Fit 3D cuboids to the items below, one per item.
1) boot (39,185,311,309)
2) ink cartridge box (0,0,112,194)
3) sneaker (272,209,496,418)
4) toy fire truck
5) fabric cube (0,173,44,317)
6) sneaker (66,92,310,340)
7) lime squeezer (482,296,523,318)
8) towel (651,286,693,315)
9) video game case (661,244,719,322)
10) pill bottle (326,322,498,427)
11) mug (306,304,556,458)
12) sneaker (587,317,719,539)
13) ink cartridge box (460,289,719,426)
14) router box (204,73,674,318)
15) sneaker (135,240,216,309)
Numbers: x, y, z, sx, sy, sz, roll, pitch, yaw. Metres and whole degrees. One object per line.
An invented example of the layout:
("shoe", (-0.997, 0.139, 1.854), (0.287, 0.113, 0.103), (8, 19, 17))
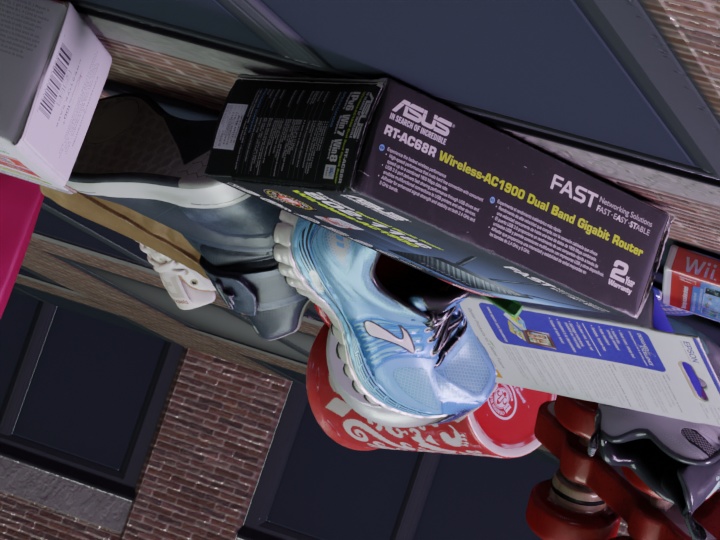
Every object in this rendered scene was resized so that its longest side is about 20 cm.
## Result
("boot", (-0.120, -0.050, 1.740), (0.200, 0.066, 0.175), (31, 148, 10))
("ink cartridge box", (-0.248, -0.120, 1.446), (0.200, 0.084, 0.176), (19, 174, 6))
("sneaker", (0.029, 0.025, 1.528), (0.090, 0.078, 0.200), (5, 150, 38))
("toy fire truck", (0.220, 0.146, 1.819), (0.168, 0.112, 0.200), (-3, -153, -32))
("fabric cube", (-0.357, -0.032, 2.022), (0.200, 0.200, 0.196), (19, 175, -6))
("sneaker", (-0.097, -0.030, 1.595), (0.202, 0.077, 0.146), (17, 151, 48))
("lime squeezer", (0.012, -0.037, 1.562), (0.200, 0.038, 0.071), (38, 157, -21))
("towel", (0.101, -0.012, 1.658), (0.200, 0.024, 0.145), (22, 171, -39))
("video game case", (0.273, 0.033, 1.526), (0.200, 0.017, 0.143), (18, 174, 8))
("pill bottle", (0.038, 0.058, 1.912), (0.111, 0.111, 0.200), (18, -178, 13))
("mug", (0.050, 0.089, 2.195), (0.177, 0.134, 0.200), (21, 170, -36))
("sneaker", (0.242, 0.116, 1.686), (0.200, 0.140, 0.078), (11, 148, 7))
("ink cartridge box", (0.145, 0.045, 1.642), (0.200, 0.037, 0.095), (12, 147, 39))
("router box", (0.040, -0.039, 1.381), (0.200, 0.062, 0.150), (23, 172, -31))
("sneaker", (-0.141, -0.019, 2.022), (0.200, 0.085, 0.073), (25, 173, -32))
